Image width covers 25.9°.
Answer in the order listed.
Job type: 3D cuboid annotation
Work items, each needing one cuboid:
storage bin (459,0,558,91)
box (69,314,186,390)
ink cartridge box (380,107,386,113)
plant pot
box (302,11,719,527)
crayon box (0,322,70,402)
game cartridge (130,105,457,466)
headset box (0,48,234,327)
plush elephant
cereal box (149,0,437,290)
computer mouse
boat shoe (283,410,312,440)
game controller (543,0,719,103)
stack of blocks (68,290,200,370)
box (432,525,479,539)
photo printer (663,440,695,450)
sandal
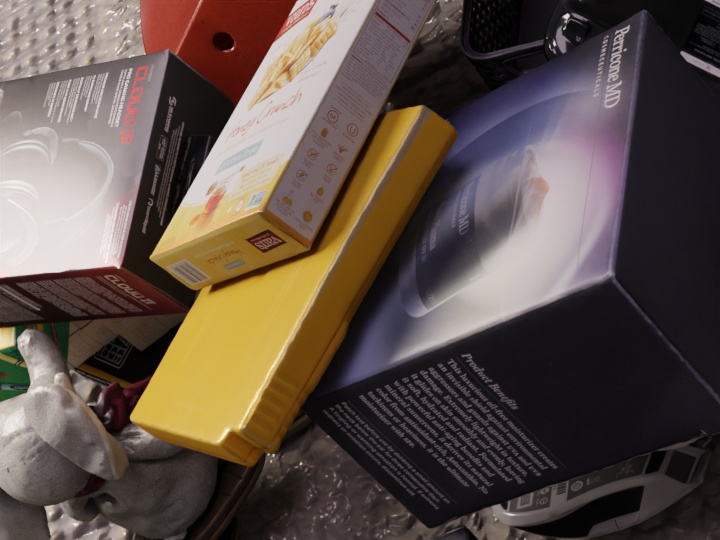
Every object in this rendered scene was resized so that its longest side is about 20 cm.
[{"bbox_3d":[0.156,-0.213,1.113,0.134,0.094,0.202,-10,56,28],"label":"storage bin"},{"bbox_3d":[-0.119,0.009,1.181,0.159,0.049,0.201,16,71,42],"label":"box"},{"bbox_3d":[0.000,0.000,0.985,0.067,0.115,0.203,-12,68,12],"label":"ink cartridge box"},{"bbox_3d":[-0.045,-0.190,1.089,0.200,0.198,0.177,-56,19,39],"label":"plant pot"},{"bbox_3d":[0.094,0.000,0.831,0.197,0.123,0.201,-24,34,34],"label":"box"},{"bbox_3d":[-0.270,-0.003,1.137,0.118,0.058,0.202,-19,53,24],"label":"crayon box"},{"bbox_3d":[-0.041,0.008,0.848,0.202,0.032,0.176,-62,21,-12],"label":"game cartridge"},{"bbox_3d":[-0.175,-0.049,1.006,0.198,0.077,0.151,-5,65,34],"label":"headset box"},{"bbox_3d":[-0.176,0.108,1.005,0.164,0.154,0.202,-33,41,29],"label":"plush elephant"},{"bbox_3d":[-0.033,-0.090,0.878,0.143,0.039,0.202,-20,40,57],"label":"cereal box"},{"bbox_3d":[0.171,0.115,0.911,0.198,0.044,0.110,-20,31,27],"label":"computer mouse"},{"bbox_3d":[-0.028,0.034,1.087,0.200,0.068,0.072,-47,46,-1],"label":"boat shoe"},{"bbox_3d":[0.217,-0.133,0.988,0.198,0.042,0.105,27,67,2],"label":"game controller"},{"bbox_3d":[-0.181,-0.001,1.156,0.199,0.059,0.116,-36,48,10],"label":"stack of blocks"},{"bbox_3d":[0.011,0.280,0.858,0.197,0.123,0.202,-23,49,17],"label":"box"},{"bbox_3d":[0.176,0.015,0.926,0.200,0.070,0.166,-49,28,-12],"label":"photo printer"},{"bbox_3d":[-0.116,0.196,1.055,0.081,0.054,0.202,27,92,52],"label":"sandal"}]
